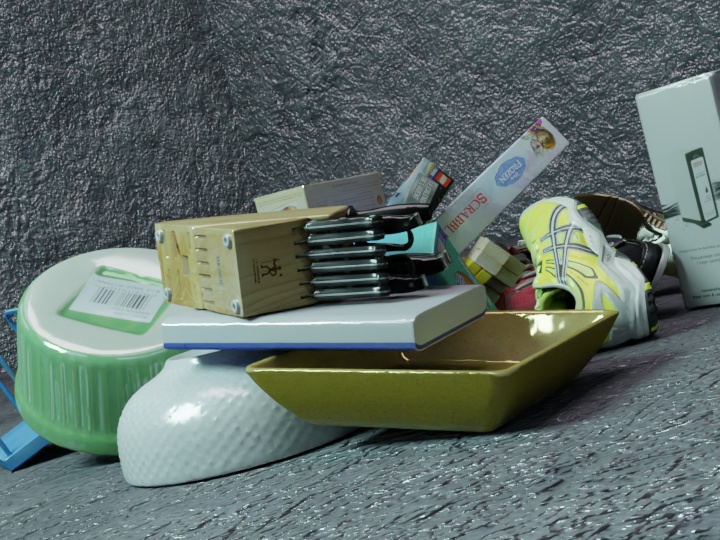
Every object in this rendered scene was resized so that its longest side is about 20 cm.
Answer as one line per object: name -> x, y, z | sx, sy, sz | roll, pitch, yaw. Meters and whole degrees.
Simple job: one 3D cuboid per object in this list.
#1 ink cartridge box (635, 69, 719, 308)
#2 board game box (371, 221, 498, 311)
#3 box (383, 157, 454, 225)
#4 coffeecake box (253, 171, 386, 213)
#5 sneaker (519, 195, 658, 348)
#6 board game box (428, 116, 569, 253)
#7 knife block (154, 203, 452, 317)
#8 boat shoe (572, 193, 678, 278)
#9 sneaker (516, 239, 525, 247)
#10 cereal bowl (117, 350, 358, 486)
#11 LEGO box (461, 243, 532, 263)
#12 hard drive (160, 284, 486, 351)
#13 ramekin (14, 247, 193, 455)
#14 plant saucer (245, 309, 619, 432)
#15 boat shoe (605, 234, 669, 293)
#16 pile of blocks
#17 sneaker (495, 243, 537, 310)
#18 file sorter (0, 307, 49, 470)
ink cartridge box -> 0.341, -0.081, 1.132 | 0.146, 0.200, 0.084 | -16, 3, -43
board game box -> 0.006, 0.041, 1.049 | 0.200, 0.152, 0.045 | -14, 47, 26
box -> 0.000, 0.000, 1.150 | 0.200, 0.040, 0.137 | -50, 4, 47
coffeecake box -> -0.024, 0.001, 1.395 | 0.073, 0.200, 0.153 | -12, 2, 34
sneaker -> 0.175, -0.003, 1.067 | 0.076, 0.075, 0.200 | -19, 30, -10
board game box -> 0.096, -0.043, 1.252 | 0.200, 0.041, 0.200 | -44, -2, -30
knife block -> -0.039, -0.014, 0.942 | 0.175, 0.064, 0.200 | -10, 8, -32
boat shoe -> 0.307, -0.028, 1.306 | 0.201, 0.072, 0.066 | 19, 2, 35
sneaker -> 0.261, -0.013, 1.521 | 0.076, 0.081, 0.200 | -14, 0, 41
cereal bowl -> -0.095, 0.097, 0.963 | 0.200, 0.083, 0.200 | -15, 2, 1
LEGO box -> 0.150, 0.020, 1.391 | 0.200, 0.077, 0.149 | -12, 3, 36
hard drive -> -0.025, 0.034, 0.911 | 0.200, 0.025, 0.132 | -2, 8, 27
ramekin -> -0.212, 0.064, 1.120 | 0.200, 0.098, 0.200 | 2, 33, -1
plant saucer -> 0.056, 0.069, 0.870 | 0.200, 0.048, 0.200 | -2, 8, 32
boat shoe -> 0.237, 0.002, 1.191 | 0.060, 0.076, 0.200 | 26, -11, -2
pile of blocks -> 0.090, 0.042, 1.141 | 0.082, 0.062, 0.200 | -60, 7, -34
sneaker -> 0.143, 0.017, 1.199 | 0.074, 0.087, 0.200 | -16, 3, -20
file sorter -> -0.317, 0.089, 1.264 | 0.200, 0.123, 0.139 | -38, 12, -22
